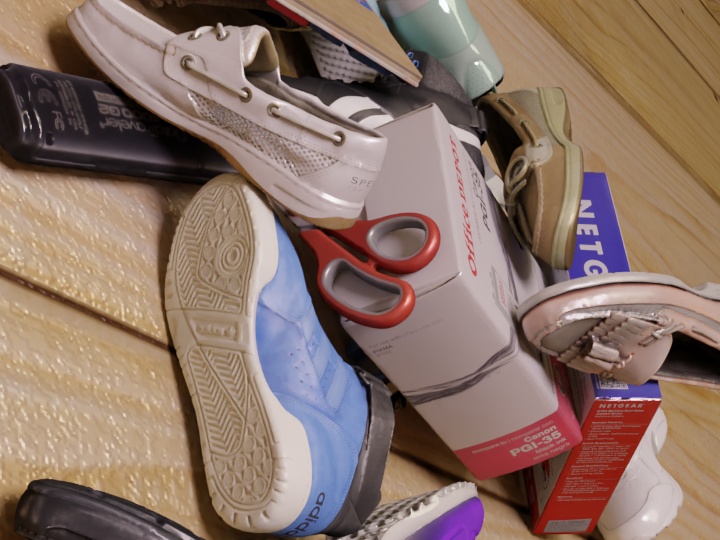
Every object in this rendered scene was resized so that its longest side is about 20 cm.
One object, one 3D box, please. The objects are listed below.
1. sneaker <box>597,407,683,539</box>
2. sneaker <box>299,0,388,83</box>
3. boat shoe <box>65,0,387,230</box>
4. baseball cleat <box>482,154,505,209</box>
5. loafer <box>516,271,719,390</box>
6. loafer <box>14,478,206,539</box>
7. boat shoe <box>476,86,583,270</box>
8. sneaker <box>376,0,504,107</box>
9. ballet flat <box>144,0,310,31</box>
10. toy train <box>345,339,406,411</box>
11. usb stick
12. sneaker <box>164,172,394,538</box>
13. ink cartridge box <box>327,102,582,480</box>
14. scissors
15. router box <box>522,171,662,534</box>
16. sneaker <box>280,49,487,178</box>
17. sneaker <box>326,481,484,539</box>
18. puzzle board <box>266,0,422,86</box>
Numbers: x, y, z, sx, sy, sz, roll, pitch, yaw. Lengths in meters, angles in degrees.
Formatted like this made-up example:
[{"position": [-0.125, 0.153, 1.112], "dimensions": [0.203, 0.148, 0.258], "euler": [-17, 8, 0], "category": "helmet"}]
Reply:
[{"position": [0.204, 0.150, 1.102], "dimensions": [0.099, 0.078, 0.201], "euler": [45, 21, -17], "category": "sneaker"}, {"position": [-0.017, -0.193, 1.037], "dimensions": [0.082, 0.073, 0.203], "euler": [57, 17, -64], "category": "sneaker"}, {"position": [-0.070, -0.105, 0.736], "dimensions": [0.199, 0.070, 0.071], "euler": [35, 20, 6], "category": "boat shoe"}, {"position": [0.052, -0.094, 1.069], "dimensions": [0.200, 0.069, 0.107], "euler": [31, 32, -62], "category": "baseball cleat"}, {"position": [0.184, 0.043, 0.834], "dimensions": [0.198, 0.072, 0.064], "euler": [3, 60, -38], "category": "loafer"}, {"position": [-0.070, 0.159, 0.584], "dimensions": [0.200, 0.068, 0.071], "euler": [37, 73, -21], "category": "loafer"}, {"position": [0.113, -0.067, 0.904], "dimensions": [0.202, 0.062, 0.074], "euler": [-86, 179, -54], "category": "boat shoe"}, {"position": [0.059, -0.180, 1.098], "dimensions": [0.119, 0.073, 0.200], "euler": [58, 0, -12], "category": "sneaker"}, {"position": [-0.089, -0.188, 0.910], "dimensions": [0.199, 0.067, 0.047], "euler": [3, 101, -62], "category": "ballet flat"}, {"position": [0.000, 0.000, 0.903], "dimensions": [0.046, 0.034, 0.202], "euler": [24, 45, -48], "category": "toy train"}, {"position": [-0.129, -0.077, 0.745], "dimensions": [0.199, 0.032, 0.056], "euler": [2, 65, -61], "category": "usb stick"}, {"position": [-0.040, 0.049, 0.735], "dimensions": [0.111, 0.076, 0.202], "euler": [23, 45, -51], "category": "sneaker"}, {"position": [0.060, 0.018, 0.854], "dimensions": [0.200, 0.082, 0.148], "euler": [51, 25, -44], "category": "ink cartridge box"}, {"position": [-0.034, -0.025, 0.791], "dimensions": [0.199, 0.074, 0.014], "euler": [25, -14, 38], "category": "scissors"}, {"position": [0.153, 0.060, 0.982], "dimensions": [0.181, 0.048, 0.202], "euler": [101, -13, -50], "category": "router box"}, {"position": [-0.004, -0.111, 0.908], "dimensions": [0.198, 0.073, 0.113], "euler": [21, 53, -25], "category": "sneaker"}, {"position": [0.020, 0.187, 0.732], "dimensions": [0.199, 0.069, 0.101], "euler": [-21, 90, -60], "category": "sneaker"}, {"position": [-0.058, -0.197, 0.869], "dimensions": [0.199, 0.017, 0.151], "euler": [27, 21, -32], "category": "puzzle board"}]
